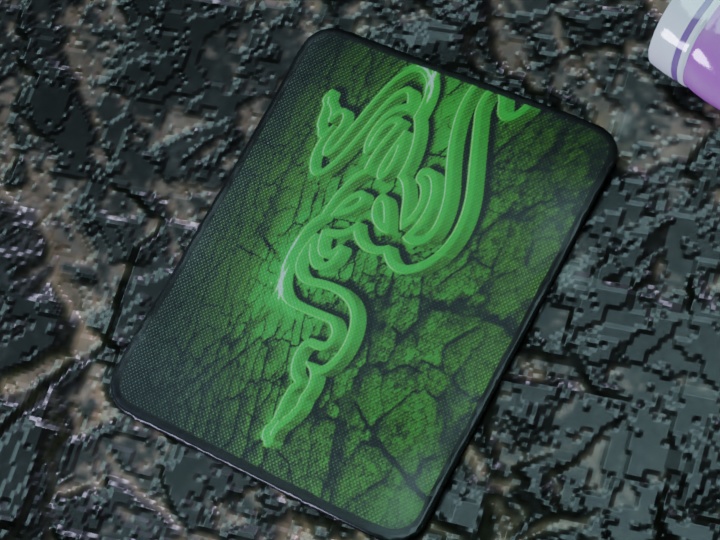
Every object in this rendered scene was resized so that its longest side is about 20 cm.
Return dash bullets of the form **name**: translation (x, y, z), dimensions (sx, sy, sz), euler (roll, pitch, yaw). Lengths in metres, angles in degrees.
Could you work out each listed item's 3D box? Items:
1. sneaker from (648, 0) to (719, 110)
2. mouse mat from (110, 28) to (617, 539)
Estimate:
- **sneaker**: translation (0.219, -0.137, 0.851), dimensions (0.114, 0.073, 0.201), euler (33, 90, 23)
- **mouse mat**: translation (0.000, 0.000, 0.890), dimensions (0.160, 0.008, 0.201), euler (23, 74, 25)
